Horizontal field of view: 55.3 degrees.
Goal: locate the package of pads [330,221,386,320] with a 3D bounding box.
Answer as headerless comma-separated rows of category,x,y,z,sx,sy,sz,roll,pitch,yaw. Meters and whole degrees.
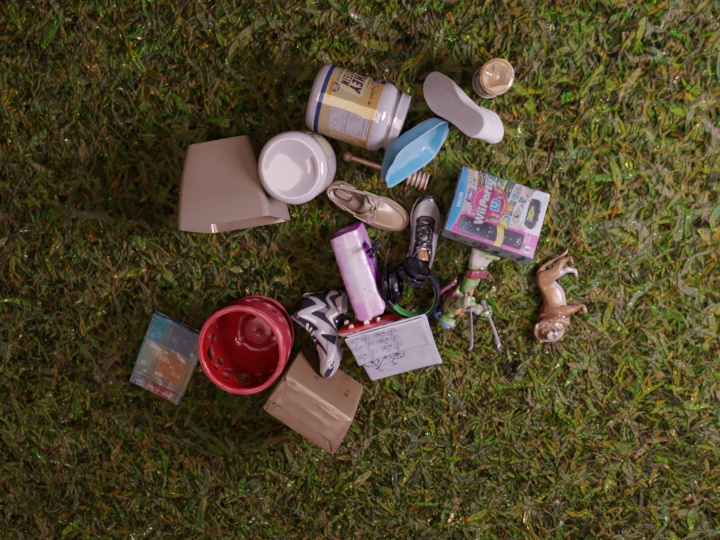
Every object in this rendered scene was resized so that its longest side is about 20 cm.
package of pads,0.000,0.000,1.533,0.075,0.121,0.202,-17,101,10

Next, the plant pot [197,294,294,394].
plant pot,-0.249,0.154,1.559,0.197,0.183,0.204,1,104,6

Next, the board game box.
board game box,0.290,-0.119,1.484,0.197,0.064,0.149,18,81,2

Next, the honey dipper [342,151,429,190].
honey dipper,0.054,-0.224,1.523,0.197,0.038,0.038,17,104,4

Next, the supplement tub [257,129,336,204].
supplement tub,-0.128,-0.223,1.456,0.143,0.200,0.147,1,103,5

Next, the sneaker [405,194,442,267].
sneaker,0.142,-0.067,1.522,0.073,0.079,0.203,6,103,-3

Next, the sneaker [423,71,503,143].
sneaker,0.221,-0.340,1.462,0.074,0.115,0.201,-50,58,25

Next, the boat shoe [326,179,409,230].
boat shoe,0.015,-0.140,1.528,0.198,0.065,0.073,26,104,-2

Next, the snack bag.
snack bag,0.079,0.183,1.554,0.186,0.022,0.201,-16,138,7

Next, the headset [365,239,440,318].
headset,0.086,0.022,1.470,0.123,0.094,0.201,-30,101,26

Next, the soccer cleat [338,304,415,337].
soccer cleat,0.046,0.138,1.559,0.197,0.068,0.086,-12,104,-21

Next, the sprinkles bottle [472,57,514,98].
sprinkles bottle,0.265,-0.385,1.381,0.067,0.200,0.069,1,102,5

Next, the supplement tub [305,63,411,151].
supplement tub,-0.004,-0.338,1.447,0.197,0.144,0.146,18,104,1

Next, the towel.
towel,-0.471,0.216,1.679,0.145,0.022,0.202,25,104,1

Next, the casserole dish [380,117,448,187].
casserole dish,0.109,-0.254,1.446,0.039,0.199,0.122,43,148,18

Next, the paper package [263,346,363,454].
paper package,-0.101,0.290,1.565,0.190,0.200,0.104,35,104,-2

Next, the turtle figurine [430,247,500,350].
turtle figurine,0.264,0.061,1.511,0.142,0.200,0.196,15,101,-33

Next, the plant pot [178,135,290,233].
plant pot,-0.280,-0.186,1.491,0.197,0.200,0.180,-8,90,8

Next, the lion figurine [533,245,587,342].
lion figurine,0.432,0.055,1.535,0.121,0.072,0.203,-13,87,22

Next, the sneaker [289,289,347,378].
sneaker,-0.105,0.140,1.581,0.128,0.079,0.202,4,85,14
